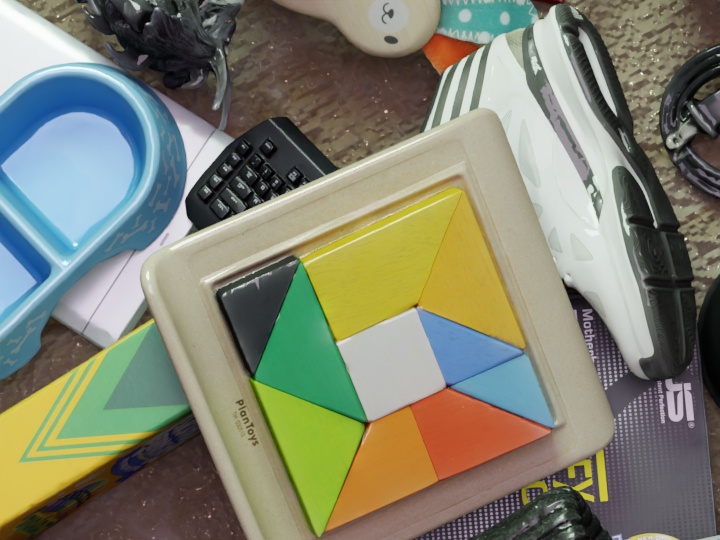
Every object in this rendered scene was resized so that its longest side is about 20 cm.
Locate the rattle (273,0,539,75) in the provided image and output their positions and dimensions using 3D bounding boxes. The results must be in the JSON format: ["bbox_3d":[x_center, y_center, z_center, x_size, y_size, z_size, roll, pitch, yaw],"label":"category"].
[{"bbox_3d":[0.009,-0.142,1.381,0.130,0.143,0.200,-32,112,5],"label":"rattle"}]

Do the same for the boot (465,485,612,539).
[{"bbox_3d":[0.082,0.224,1.354,0.158,0.079,0.211,-24,109,7],"label":"boot"}]

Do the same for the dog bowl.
[{"bbox_3d":[-0.180,-0.027,1.420,0.200,0.050,0.111,-44,84,-5],"label":"dog bowl"}]

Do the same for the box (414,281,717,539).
[{"bbox_3d":[0.102,0.112,1.427,0.160,0.044,0.200,-4,82,0],"label":"box"}]

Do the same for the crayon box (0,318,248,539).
[{"bbox_3d":[-0.139,0.084,1.392,0.200,0.126,0.052,-31,83,-4],"label":"crayon box"}]

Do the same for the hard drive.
[{"bbox_3d":[-0.180,-0.063,1.464,0.200,0.027,0.132,32,83,5],"label":"hard drive"}]

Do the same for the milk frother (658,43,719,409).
[{"bbox_3d":[0.222,-0.025,1.375,0.200,0.188,0.181,38,83,6],"label":"milk frother"}]

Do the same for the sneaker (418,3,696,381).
[{"bbox_3d":[0.095,-0.025,1.415,0.115,0.076,0.201,-24,77,24],"label":"sneaker"}]

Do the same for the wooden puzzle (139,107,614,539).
[{"bbox_3d":[0.014,0.041,1.333,0.200,0.037,0.185,-25,103,-14],"label":"wooden puzzle"}]

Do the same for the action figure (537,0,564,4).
[{"bbox_3d":[0.091,-0.254,1.470,0.099,0.065,0.200,16,82,-6],"label":"action figure"}]

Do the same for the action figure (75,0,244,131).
[{"bbox_3d":[-0.117,-0.171,1.437,0.102,0.119,0.200,-45,78,-1],"label":"action figure"}]

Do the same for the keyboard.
[{"bbox_3d":[0.000,0.000,1.399,0.200,0.040,0.104,45,102,12],"label":"keyboard"}]

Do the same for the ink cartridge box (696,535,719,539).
[{"bbox_3d":[0.236,0.222,1.362,0.146,0.084,0.200,-8,83,-28],"label":"ink cartridge box"}]
